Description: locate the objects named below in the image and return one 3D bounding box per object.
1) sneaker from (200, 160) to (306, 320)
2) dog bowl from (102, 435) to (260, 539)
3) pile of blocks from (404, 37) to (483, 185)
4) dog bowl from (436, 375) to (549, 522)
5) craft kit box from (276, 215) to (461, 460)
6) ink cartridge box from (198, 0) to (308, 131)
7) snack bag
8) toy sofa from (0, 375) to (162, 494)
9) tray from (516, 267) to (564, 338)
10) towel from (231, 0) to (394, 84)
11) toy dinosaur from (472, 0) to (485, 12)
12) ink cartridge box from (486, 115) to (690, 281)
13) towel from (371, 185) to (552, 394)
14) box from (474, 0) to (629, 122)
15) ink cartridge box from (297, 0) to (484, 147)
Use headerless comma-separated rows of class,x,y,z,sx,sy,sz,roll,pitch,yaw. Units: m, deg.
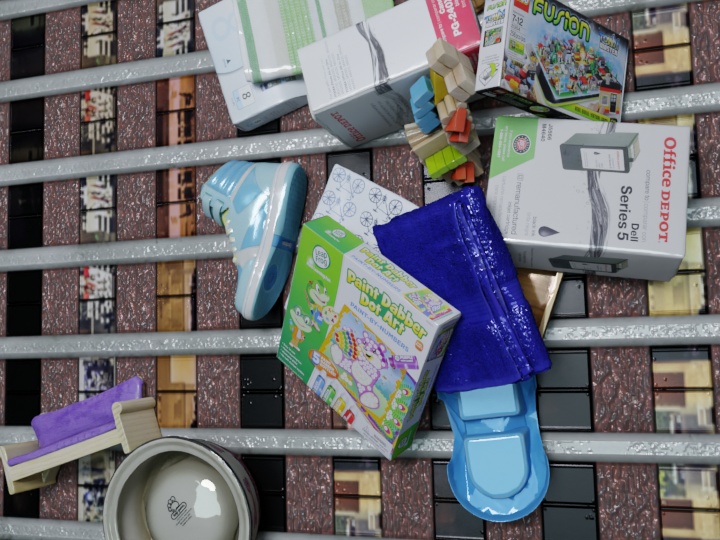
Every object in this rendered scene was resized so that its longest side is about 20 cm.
sneaker,-0.150,-0.045,0.945,0.129,0.080,0.202,12,80,16
dog bowl,-0.212,0.301,0.933,0.198,0.074,0.202,-1,88,16
pile of blocks,0.090,-0.148,0.812,0.081,0.201,0.063,-14,55,4
dog bowl,0.149,0.172,0.846,0.110,0.050,0.202,-9,83,17
craft kit box,-0.001,0.074,0.836,0.199,0.048,0.199,36,127,29
ink cartridge box,-0.094,-0.292,0.961,0.199,0.047,0.161,-22,80,16
snack bag,0.000,0.000,0.890,0.188,0.021,0.201,32,104,31
toy sofa,-0.369,0.213,0.989,0.198,0.083,0.098,-21,80,15
tray,0.127,0.005,0.874,0.198,0.037,0.100,18,91,17
towel,-0.056,-0.318,0.941,0.198,0.031,0.151,-11,83,-1
toy dinosaur,0.141,-0.337,0.894,0.199,0.060,0.107,-26,91,24
ink cartridge box,0.236,-0.077,0.799,0.198,0.084,0.147,5,74,14
towel,0.096,0.027,0.778,0.147,0.049,0.202,-21,92,41
box,0.205,-0.216,0.790,0.035,0.199,0.111,4,86,53
ink cartridge box,0.046,-0.227,0.860,0.198,0.145,0.084,-18,79,15
